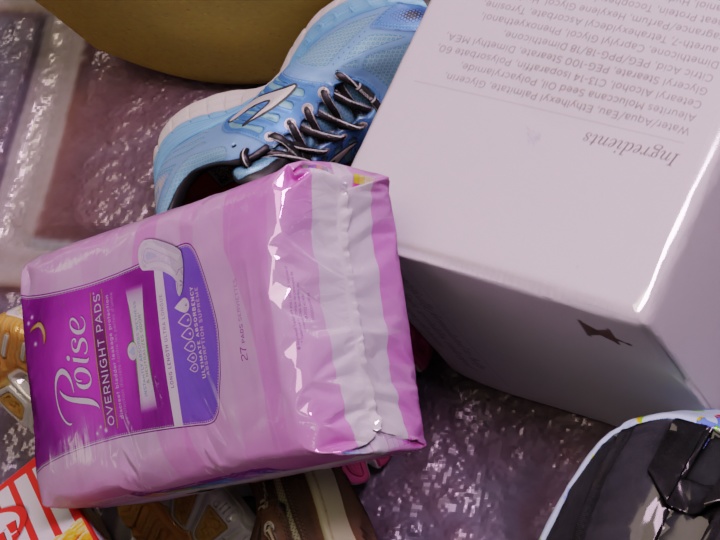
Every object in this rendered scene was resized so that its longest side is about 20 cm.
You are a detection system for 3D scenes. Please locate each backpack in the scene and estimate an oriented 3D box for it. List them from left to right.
[{"bbox_3d":[0.133,0.154,0.853,0.163,0.153,0.201,15,100,35],"label":"backpack"}]

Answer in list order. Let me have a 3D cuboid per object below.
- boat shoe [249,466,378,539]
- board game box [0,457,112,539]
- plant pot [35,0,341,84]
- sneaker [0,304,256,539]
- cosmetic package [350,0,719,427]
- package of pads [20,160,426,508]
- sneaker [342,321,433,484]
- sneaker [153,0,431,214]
[{"bbox_3d":[-0.029,0.130,0.906,0.075,0.075,0.202,-22,34,-10],"label":"boat shoe"},{"bbox_3d":[-0.179,0.168,0.968,0.151,0.046,0.200,-40,16,-8],"label":"board game box"},{"bbox_3d":[-0.090,-0.214,1.116,0.199,0.194,0.196,-12,61,29],"label":"plant pot"},{"bbox_3d":[-0.093,0.076,1.035,0.200,0.088,0.076,44,133,16],"label":"sneaker"},{"bbox_3d":[0.119,-0.050,0.939,0.165,0.165,0.201,17,73,32],"label":"cosmetic package"},{"bbox_3d":[-0.064,0.032,0.893,0.200,0.075,0.121,-16,77,46],"label":"package of pads"},{"bbox_3d":[0.000,0.000,1.026,0.087,0.074,0.201,18,79,25],"label":"sneaker"},{"bbox_3d":[-0.026,-0.064,1.046,0.200,0.078,0.090,-33,28,29],"label":"sneaker"}]
